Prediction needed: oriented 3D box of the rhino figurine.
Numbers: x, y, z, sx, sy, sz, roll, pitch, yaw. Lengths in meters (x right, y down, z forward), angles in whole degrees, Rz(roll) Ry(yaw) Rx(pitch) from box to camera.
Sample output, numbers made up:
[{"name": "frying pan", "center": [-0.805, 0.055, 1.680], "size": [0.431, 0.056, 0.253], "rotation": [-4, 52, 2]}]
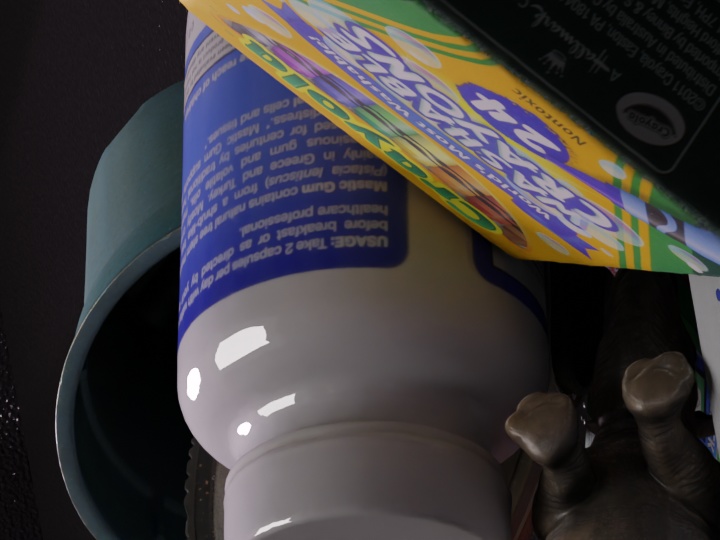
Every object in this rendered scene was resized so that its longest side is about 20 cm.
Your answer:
[{"name": "rhino figurine", "center": [0.075, 0.068, 0.663], "size": [0.201, 0.059, 0.088], "rotation": [-76, -26, -50]}]

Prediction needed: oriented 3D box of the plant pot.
[{"name": "plant pot", "center": [-0.042, 0.015, 1.051], "size": [0.196, 0.199, 0.202], "rotation": [-112, 18, -61]}]

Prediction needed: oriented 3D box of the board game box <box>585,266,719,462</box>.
[{"name": "board game box", "center": [0.113, 0.095, 0.809], "size": [0.135, 0.029, 0.201], "rotation": [-124, 29, -56]}]

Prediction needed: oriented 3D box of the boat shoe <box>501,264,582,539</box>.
[{"name": "boat shoe", "center": [0.052, 0.041, 0.847], "size": [0.068, 0.071, 0.201], "rotation": [46, -130, -49]}]

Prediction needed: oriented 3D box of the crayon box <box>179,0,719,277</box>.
[{"name": "crayon box", "center": [0.028, -0.055, 0.599], "size": [0.052, 0.125, 0.200], "rotation": [-55, 13, -7]}]

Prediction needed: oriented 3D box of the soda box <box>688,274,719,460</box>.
[{"name": "soda box", "center": [0.136, 0.051, 0.623], "size": [0.063, 0.068, 0.202], "rotation": [165, 95, -75]}]

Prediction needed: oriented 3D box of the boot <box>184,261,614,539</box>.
[{"name": "boot", "center": [0.016, 0.042, 0.783], "size": [0.068, 0.130, 0.201], "rotation": [42, -135, -50]}]

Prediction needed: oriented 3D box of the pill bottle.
[{"name": "pill bottle", "center": [0.000, 0.000, 0.719], "size": [0.112, 0.111, 0.201], "rotation": [107, 165, -58]}]
